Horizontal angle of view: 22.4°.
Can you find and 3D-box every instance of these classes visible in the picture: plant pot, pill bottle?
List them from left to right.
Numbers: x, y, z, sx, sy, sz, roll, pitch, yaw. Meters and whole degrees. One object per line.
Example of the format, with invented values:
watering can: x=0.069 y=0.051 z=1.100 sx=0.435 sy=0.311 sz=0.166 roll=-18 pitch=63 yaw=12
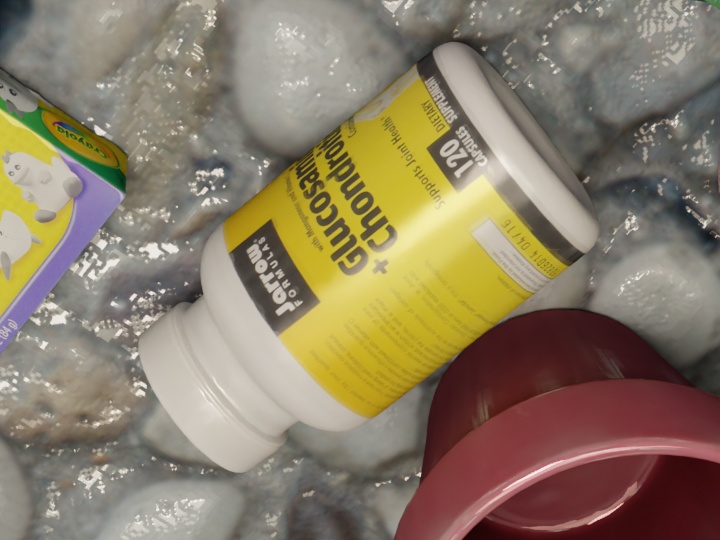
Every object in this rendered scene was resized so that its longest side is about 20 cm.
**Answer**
pill bottle: x=0.000 y=0.000 z=0.813 sx=0.199 sy=0.112 sz=0.112 roll=-38 pitch=115 yaw=12
plant pot: x=0.106 y=0.115 z=0.847 sx=0.198 sy=0.179 sz=0.202 roll=-3 pitch=117 yaw=-5

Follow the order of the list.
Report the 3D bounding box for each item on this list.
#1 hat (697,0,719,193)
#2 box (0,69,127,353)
hat: x=0.149 y=-0.155 z=0.807 sx=0.164 sy=0.176 sz=0.202 roll=14 pitch=77 yaw=-11
box: x=-0.214 y=-0.055 z=0.797 sx=0.199 sy=0.048 sz=0.118 roll=35 pitch=108 yaw=-20
